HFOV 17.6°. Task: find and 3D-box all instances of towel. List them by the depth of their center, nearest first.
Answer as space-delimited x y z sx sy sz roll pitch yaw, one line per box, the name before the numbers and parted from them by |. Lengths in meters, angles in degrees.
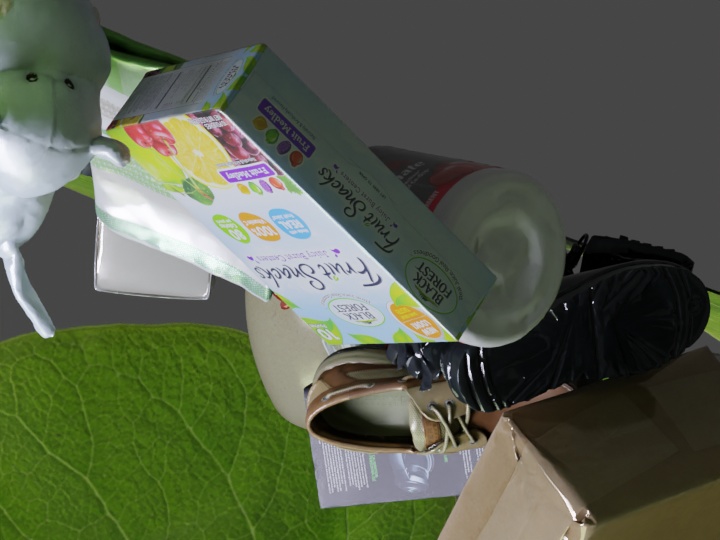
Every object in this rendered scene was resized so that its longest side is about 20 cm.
towel | -0.113 -0.065 1.451 0.148 0.031 0.201 21 150 14

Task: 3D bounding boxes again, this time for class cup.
cup | -0.028 0.025 2.129 0.199 0.201 0.144 15 149 43

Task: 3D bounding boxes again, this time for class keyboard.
keyboard | 0.180 0.002 1.646 0.103 0.040 0.200 9 163 4

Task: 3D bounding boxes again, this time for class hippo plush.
hippo plush | -0.215 -0.085 1.291 0.158 0.202 0.161 11 166 -18

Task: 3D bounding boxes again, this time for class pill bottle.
pill bottle | 0.029 -0.021 1.486 0.110 0.112 0.199 21 176 -38

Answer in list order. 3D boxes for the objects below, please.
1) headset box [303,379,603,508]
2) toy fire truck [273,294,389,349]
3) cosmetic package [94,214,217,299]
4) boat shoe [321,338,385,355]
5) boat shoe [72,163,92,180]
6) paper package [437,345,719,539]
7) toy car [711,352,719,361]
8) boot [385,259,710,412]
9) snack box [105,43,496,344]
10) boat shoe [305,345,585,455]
headset box | 0.082 0.108 1.719 0.198 0.094 0.174 -7 -176 19
toy fire truck | 0.000 0.000 1.659 0.175 0.130 0.200 17 -155 26
cosmetic package | -0.166 -0.038 1.982 0.102 0.088 0.200 6 -170 1
boat shoe | -0.016 0.012 1.840 0.064 0.074 0.203 10 131 48
boat shoe | -0.175 -0.113 1.587 0.060 0.076 0.200 -20 180 -20
paper package | 0.162 0.164 1.556 0.199 0.191 0.104 -15 -125 -36
toy car | 0.306 0.105 1.658 0.198 0.176 0.151 -11 137 -7
boot | 0.113 0.025 1.547 0.197 0.074 0.162 -19 -159 -14
snack box | -0.035 -0.038 1.333 0.200 0.053 0.142 44 157 -24
boat shoe | 0.055 0.097 1.588 0.198 0.076 0.074 -4 -153 21
